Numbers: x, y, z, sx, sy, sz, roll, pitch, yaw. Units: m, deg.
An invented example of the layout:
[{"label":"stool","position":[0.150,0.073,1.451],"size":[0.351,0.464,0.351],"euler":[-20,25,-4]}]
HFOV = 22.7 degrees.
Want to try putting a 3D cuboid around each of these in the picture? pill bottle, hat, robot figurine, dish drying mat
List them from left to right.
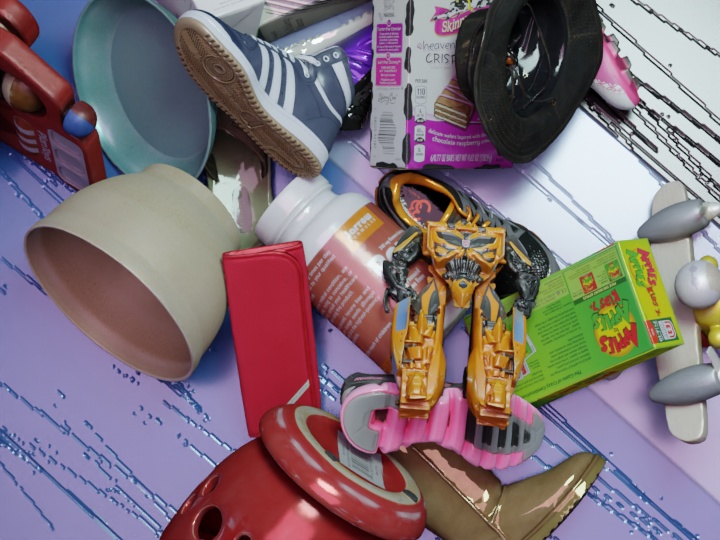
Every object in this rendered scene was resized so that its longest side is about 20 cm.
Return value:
[{"label":"dish drying mat","position":[-0.080,0.067,1.676],"size":[0.076,0.018,0.201],"euler":[-9,121,-6]},{"label":"pill bottle","position":[0.000,0.000,1.692],"size":[0.200,0.112,0.112],"euler":[42,89,6]},{"label":"robot figurine","position":[0.089,0.039,1.594],"size":[0.144,0.058,0.201],"euler":[5,62,-2]},{"label":"hat","position":[0.137,-0.199,1.629],"size":[0.081,0.200,0.202],"euler":[14,85,38]}]

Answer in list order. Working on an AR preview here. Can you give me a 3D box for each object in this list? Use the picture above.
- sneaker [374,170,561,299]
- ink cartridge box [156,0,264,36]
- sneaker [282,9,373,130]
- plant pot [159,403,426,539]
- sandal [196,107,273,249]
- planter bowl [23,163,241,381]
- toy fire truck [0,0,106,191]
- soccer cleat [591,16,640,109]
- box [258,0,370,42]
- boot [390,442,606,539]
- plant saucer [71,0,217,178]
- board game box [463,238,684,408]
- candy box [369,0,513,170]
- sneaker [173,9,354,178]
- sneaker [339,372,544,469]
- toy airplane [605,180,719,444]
[{"label":"sneaker","position":[0.099,-0.033,1.707],"size":[0.199,0.077,0.079],"euler":[28,85,4]},{"label":"ink cartridge box","position":[-0.167,-0.301,1.715],"size":[0.067,0.117,0.201],"euler":[-21,73,-17]},{"label":"sneaker","position":[-0.005,-0.188,1.738],"size":[0.199,0.070,0.100],"euler":[-21,91,5]},{"label":"plant pot","position":[-0.056,0.231,1.613],"size":[0.200,0.200,0.183],"euler":[35,102,7]},{"label":"sandal","position":[-0.123,-0.115,1.739],"size":[0.079,0.057,0.202],"euler":[-14,83,2]},{"label":"planter bowl","position":[-0.196,-0.014,1.681],"size":[0.200,0.200,0.135],"euler":[36,64,7]},{"label":"toy fire truck","position":[-0.314,-0.159,1.694],"size":[0.167,0.200,0.112],"euler":[30,66,10]},{"label":"soccer cleat","position":[0.192,-0.227,1.729],"size":[0.086,0.070,0.201],"euler":[-33,80,14]},{"label":"box","position":[-0.016,-0.294,1.739],"size":[0.199,0.082,0.069],"euler":[-22,84,3]},{"label":"boot","position":[0.106,0.179,1.692],"size":[0.200,0.066,0.175],"euler":[43,88,9]},{"label":"plant saucer","position":[-0.198,-0.174,1.712],"size":[0.036,0.200,0.201],"euler":[-28,81,-41]},{"label":"board game box","position":[0.191,0.055,1.642],"size":[0.200,0.047,0.102],"euler":[-29,74,42]},{"label":"candy box","position":[0.079,-0.195,1.679],"size":[0.136,0.061,0.201],"euler":[-4,96,-38]},{"label":"sneaker","position":[-0.082,-0.188,1.636],"size":[0.200,0.070,0.109],"euler":[48,59,-31]},{"label":"sneaker","position":[0.071,0.127,1.645],"size":[0.199,0.095,0.080],"euler":[11,101,-16]},{"label":"toy airplane","position":[0.298,0.032,1.652],"size":[0.199,0.141,0.200],"euler":[-44,65,-11]}]
